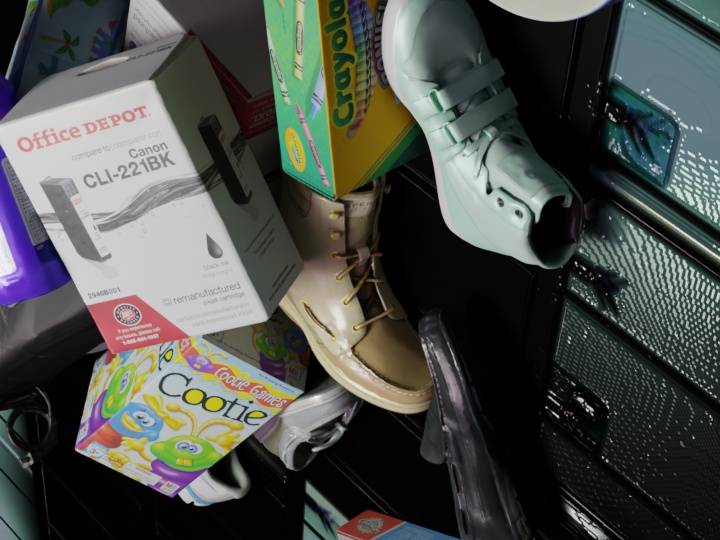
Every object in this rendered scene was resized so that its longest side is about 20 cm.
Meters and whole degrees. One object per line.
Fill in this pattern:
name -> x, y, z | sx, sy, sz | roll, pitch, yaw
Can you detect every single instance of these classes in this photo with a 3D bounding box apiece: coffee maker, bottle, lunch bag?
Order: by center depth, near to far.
bottle -> -0.270, -0.078, 1.237 | 0.065, 0.084, 0.200 | -16, 102, 15
lunch bag -> -0.238, -0.186, 1.355 | 0.082, 0.200, 0.161 | 18, 154, -17
coffee maker -> -0.244, 0.032, 1.391 | 0.200, 0.135, 0.192 | -27, 102, 37

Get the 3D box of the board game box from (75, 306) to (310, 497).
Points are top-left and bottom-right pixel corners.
board game box -> -0.140, 0.089, 1.413 | 0.105, 0.103, 0.200 | 30, 132, -23

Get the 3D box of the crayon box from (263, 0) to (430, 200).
crayon box -> 0.002, -0.161, 1.080 | 0.058, 0.119, 0.200 | 31, 139, 40

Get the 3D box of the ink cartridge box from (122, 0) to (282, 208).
ink cartridge box -> -0.116, -0.127, 1.313 | 0.145, 0.084, 0.200 | 48, 147, 20

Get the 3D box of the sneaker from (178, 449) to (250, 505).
sneaker -> -0.163, 0.141, 1.631 | 0.087, 0.075, 0.200 | -6, 118, 49

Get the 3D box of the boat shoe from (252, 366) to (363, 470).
boat shoe -> -0.039, 0.127, 1.429 | 0.065, 0.074, 0.202 | 53, 153, 1

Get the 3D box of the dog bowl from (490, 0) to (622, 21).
dog bowl -> 0.107, -0.239, 0.900 | 0.200, 0.079, 0.200 | 35, 141, 35

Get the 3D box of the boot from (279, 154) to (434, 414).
boot -> 0.000, 0.000, 1.266 | 0.200, 0.073, 0.156 | 48, 146, 26

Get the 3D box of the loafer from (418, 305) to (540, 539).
loafer -> 0.075, 0.121, 1.243 | 0.070, 0.068, 0.201 | -12, 112, 21

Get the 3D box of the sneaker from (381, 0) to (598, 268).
sneaker -> 0.087, -0.092, 1.053 | 0.118, 0.074, 0.201 | 28, 147, 51

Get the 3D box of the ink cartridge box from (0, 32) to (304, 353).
ink cartridge box -> -0.152, -0.054, 1.220 | 0.144, 0.084, 0.200 | -13, 114, 26

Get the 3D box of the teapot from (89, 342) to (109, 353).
teapot -> -0.240, -0.018, 1.537 | 0.197, 0.146, 0.200 | 15, 104, 24

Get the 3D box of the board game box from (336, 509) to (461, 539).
board game box -> 0.066, 0.316, 1.456 | 0.153, 0.040, 0.200 | 8, 122, 53
